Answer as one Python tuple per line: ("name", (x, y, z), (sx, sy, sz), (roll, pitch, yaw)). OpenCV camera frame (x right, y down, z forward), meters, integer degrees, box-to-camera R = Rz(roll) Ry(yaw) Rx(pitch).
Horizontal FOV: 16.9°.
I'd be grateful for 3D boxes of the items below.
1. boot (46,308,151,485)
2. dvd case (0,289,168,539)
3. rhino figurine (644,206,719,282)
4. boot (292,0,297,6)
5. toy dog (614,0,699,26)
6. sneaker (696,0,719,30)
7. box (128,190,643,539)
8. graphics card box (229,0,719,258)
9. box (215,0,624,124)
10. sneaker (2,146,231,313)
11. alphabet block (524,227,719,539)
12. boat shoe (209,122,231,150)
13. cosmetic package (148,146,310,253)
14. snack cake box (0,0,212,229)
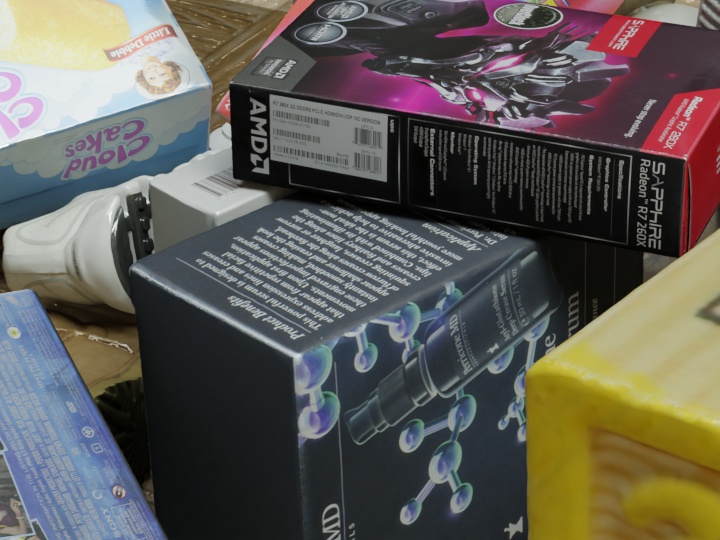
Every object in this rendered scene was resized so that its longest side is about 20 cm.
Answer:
("boot", (-0.189, 0.058, 1.107), (0.200, 0.066, 0.175), (9, 19, 17))
("dvd case", (-0.173, 0.080, 0.878), (0.200, 0.018, 0.143), (-10, 60, -41))
("rhino figurine", (0.098, -0.031, 1.229), (0.200, 0.060, 0.088), (8, 74, 20))
("boot", (0.054, -0.146, 1.383), (0.166, 0.072, 0.200), (7, 3, 9))
("toy dog", (0.176, -0.088, 1.295), (0.200, 0.096, 0.132), (31, 28, -37))
("sneaker", (0.217, -0.056, 1.164), (0.082, 0.200, 0.074), (-14, 3, -23))
("box", (0.016, 0.044, 1.022), (0.200, 0.149, 0.107), (-25, 36, -35))
("graphics card box", (0.059, -0.068, 1.017), (0.200, 0.051, 0.125), (10, 32, 21))
("box", (0.037, -0.120, 1.213), (0.200, 0.095, 0.103), (-53, 39, -4))
("sneaker", (-0.100, -0.018, 1.191), (0.081, 0.075, 0.200), (-8, 1, 26))
("alphabet block", (0.191, 0.098, 0.871), (0.196, 0.196, 0.200), (18, 35, 35))
("boat shoe", (0.011, -0.083, 1.336), (0.200, 0.067, 0.074), (-2, 29, 1))
("cosmetic package", (0.000, 0.000, 1.102), (0.200, 0.151, 0.052), (-25, 35, -36))
("snack cake box", (-0.186, -0.084, 1.195), (0.200, 0.067, 0.115), (-19, 58, -20))
